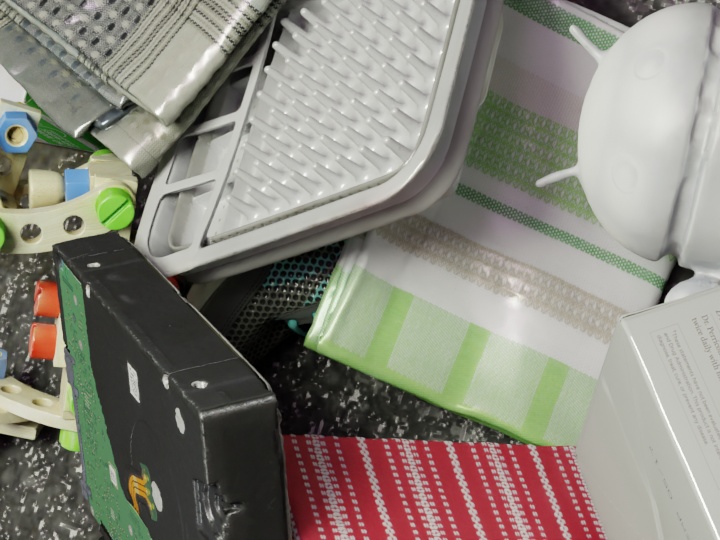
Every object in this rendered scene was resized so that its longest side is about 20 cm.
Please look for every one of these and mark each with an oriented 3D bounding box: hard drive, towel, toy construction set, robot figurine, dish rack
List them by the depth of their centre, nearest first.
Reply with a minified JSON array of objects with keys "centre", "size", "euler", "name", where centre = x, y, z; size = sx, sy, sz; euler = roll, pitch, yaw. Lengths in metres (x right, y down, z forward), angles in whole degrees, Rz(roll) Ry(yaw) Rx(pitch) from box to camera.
[{"centre":[0.063,0.130,0.811],"size":[0.023,0.200,0.145],"euler":[-60,37,37],"name":"towel"},{"centre":[-0.080,0.079,0.838],"size":[0.200,0.038,0.140],"euler":[-143,45,-58],"name":"hard drive"},{"centre":[0.180,-0.049,0.841],"size":[0.200,0.113,0.170],"euler":[13,79,6],"name":"robot figurine"},{"centre":[-0.011,-0.075,0.886],"size":[0.200,0.044,0.172],"euler":[-18,47,45],"name":"dish rack"},{"centre":[0.078,-0.028,0.901],"size":[0.149,0.031,0.200],"euler":[23,80,-4],"name":"towel"},{"centre":[-0.107,-0.168,0.953],"size":[0.193,0.035,0.200],"euler":[40,93,30],"name":"towel"},{"centre":[-0.156,0.016,0.974],"size":[0.092,0.131,0.200],"euler":[-106,25,-53],"name":"toy construction set"}]

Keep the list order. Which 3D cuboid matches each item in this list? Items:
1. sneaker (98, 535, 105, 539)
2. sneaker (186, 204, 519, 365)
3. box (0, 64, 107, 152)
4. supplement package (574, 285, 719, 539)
[{"centre":[-0.049,0.151,0.930],"size":[0.200,0.070,0.100],"euler":[-3,59,17],"name":"sneaker"},{"centre":[0.000,0.000,0.949],"size":[0.200,0.078,0.091],"euler":[-40,68,11],"name":"sneaker"},{"centre":[-0.202,-0.181,1.075],"size":[0.176,0.097,0.200],"euler":[13,81,24],"name":"box"},{"centre":[0.208,0.082,0.750],"size":[0.200,0.151,0.152],"euler":[-17,67,-9],"name":"supplement package"}]
